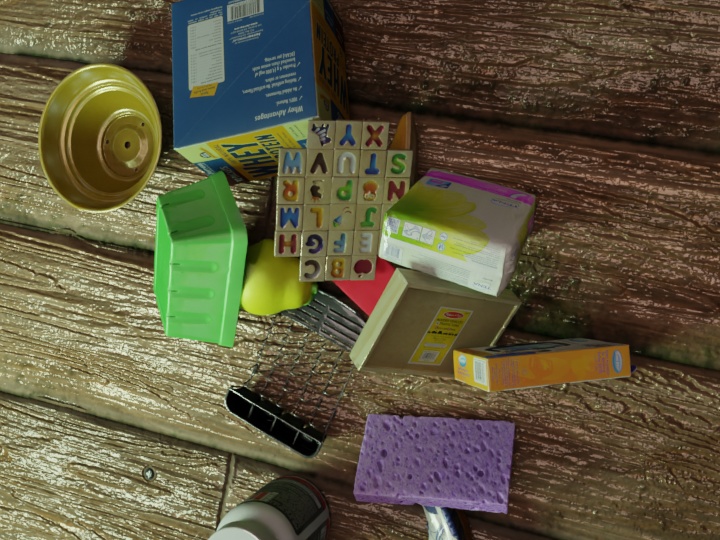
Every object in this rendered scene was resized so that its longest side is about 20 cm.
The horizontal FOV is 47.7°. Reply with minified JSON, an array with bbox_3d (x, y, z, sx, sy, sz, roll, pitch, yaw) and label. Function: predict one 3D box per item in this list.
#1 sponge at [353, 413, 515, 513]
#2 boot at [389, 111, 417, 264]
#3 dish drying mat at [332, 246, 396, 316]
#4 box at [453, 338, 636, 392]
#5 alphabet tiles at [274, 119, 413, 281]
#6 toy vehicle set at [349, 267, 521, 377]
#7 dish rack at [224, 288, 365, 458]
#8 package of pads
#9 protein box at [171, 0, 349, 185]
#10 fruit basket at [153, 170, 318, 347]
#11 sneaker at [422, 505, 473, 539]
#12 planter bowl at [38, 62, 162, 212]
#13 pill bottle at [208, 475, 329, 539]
[{"bbox_3d":[0.095,0.241,1.032,0.195,0.030,0.113,0,51,16],"label":"sponge"},{"bbox_3d":[-0.001,-0.107,1.066,0.140,0.071,0.207,7,97,15],"label":"boot"},{"bbox_3d":[0.000,0.000,1.054,0.200,0.018,0.077,43,115,-12],"label":"dish drying mat"},{"bbox_3d":[0.218,0.106,0.952,0.195,0.119,0.043,-6,90,-13],"label":"box"},{"bbox_3d":[-0.021,-0.080,0.982,0.162,0.006,0.205,-1,115,-14],"label":"alphabet tiles"},{"bbox_3d":[0.092,0.069,0.971,0.027,0.197,0.126,51,121,42],"label":"toy vehicle set"},{"bbox_3d":[-0.080,0.127,1.101,0.151,0.054,0.204,26,97,13],"label":"dish rack"},{"bbox_3d":[0.123,-0.051,0.965,0.151,0.200,0.070,18,118,14],"label":"package of pads"},{"bbox_3d":[-0.125,-0.241,1.044,0.193,0.135,0.206,-9,74,16],"label":"protein box"},{"bbox_3d":[-0.161,-0.007,1.062,0.215,0.215,0.157,-40,48,12],"label":"fruit basket"},{"bbox_3d":[0.106,0.370,1.040,0.087,0.075,0.204,-25,82,18],"label":"sneaker"},{"bbox_3d":[-0.350,-0.183,1.158,0.195,0.083,0.206,0,92,16],"label":"planter bowl"},{"bbox_3d":[-0.118,0.343,1.038,0.113,0.200,0.119,0,90,15],"label":"pill bottle"}]
